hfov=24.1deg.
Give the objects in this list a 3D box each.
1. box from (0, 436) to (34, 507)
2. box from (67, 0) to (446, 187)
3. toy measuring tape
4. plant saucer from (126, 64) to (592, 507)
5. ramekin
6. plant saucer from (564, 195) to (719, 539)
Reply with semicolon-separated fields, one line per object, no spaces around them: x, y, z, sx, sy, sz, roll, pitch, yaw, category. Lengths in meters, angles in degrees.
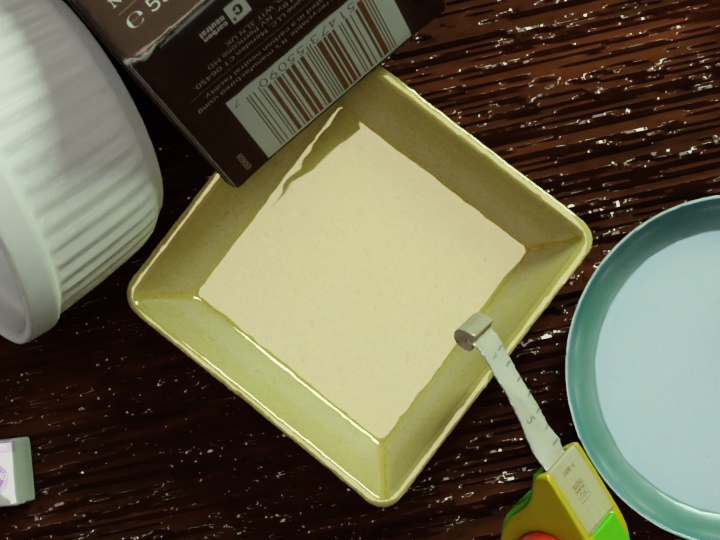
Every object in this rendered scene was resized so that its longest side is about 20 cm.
-0.295;0.128;0.999;0.199;0.039;0.042;-5;86;4;box
-0.087;-0.189;0.919;0.166;0.164;0.200;-41;65;-1;box
0.094;0.121;0.945;0.073;0.074;0.201;-32;94;1;toy measuring tape
0.000;0.000;0.981;0.200;0.048;0.200;38;89;7;plant saucer
-0.197;-0.070;0.932;0.105;0.200;0.201;-34;83;-23;ramekin
0.217;0.057;0.969;0.199;0.027;0.202;0;86;4;plant saucer
